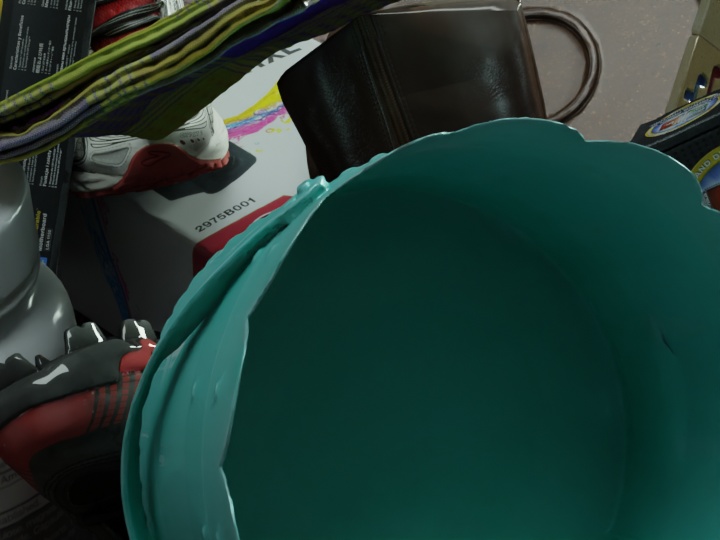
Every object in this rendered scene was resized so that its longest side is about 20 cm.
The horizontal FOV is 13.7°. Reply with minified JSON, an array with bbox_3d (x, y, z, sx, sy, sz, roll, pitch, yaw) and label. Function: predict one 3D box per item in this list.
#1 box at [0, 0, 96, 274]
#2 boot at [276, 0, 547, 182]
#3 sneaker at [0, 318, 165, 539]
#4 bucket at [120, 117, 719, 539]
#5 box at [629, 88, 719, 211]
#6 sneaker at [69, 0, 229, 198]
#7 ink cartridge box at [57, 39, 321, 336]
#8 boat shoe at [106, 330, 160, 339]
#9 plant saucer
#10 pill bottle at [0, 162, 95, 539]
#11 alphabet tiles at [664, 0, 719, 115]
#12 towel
[{"bbox_3d":[-0.160,-0.092,1.244,0.049,0.201,0.160,7,4,-24],"label":"box"},{"bbox_3d":[0.000,0.000,1.111,0.186,0.200,0.064,-18,23,13],"label":"boot"},{"bbox_3d":[-0.057,0.081,1.019,0.071,0.200,0.098,-25,63,20],"label":"sneaker"},{"bbox_3d":[0.030,0.058,0.925,0.207,0.208,0.135,-18,4,-19],"label":"bucket"},{"bbox_3d":[0.207,0.010,1.046,0.160,0.200,0.044,-24,12,21],"label":"box"},{"bbox_3d":[-0.107,-0.097,1.253,0.078,0.082,0.200,-14,35,-10],"label":"sneaker"},{"bbox_3d":[-0.046,-0.026,1.288,0.146,0.083,0.200,-29,41,-30],"label":"ink cartridge box"},{"bbox_3d":[-0.138,0.050,1.181,0.200,0.062,0.075,1,30,39],"label":"boat shoe"},{"bbox_3d":[0.070,-0.072,1.171,0.200,0.034,0.201,-6,67,14],"label":"plant saucer"},{"bbox_3d":[-0.152,0.058,1.068,0.113,0.201,0.113,-3,32,2],"label":"pill bottle"},{"bbox_3d":[0.162,-0.024,1.143,0.006,0.166,0.201,8,74,43],"label":"alphabet tiles"},{"bbox_3d":[-0.050,-0.077,1.062,0.143,0.023,0.200,-27,-1,13],"label":"towel"}]
